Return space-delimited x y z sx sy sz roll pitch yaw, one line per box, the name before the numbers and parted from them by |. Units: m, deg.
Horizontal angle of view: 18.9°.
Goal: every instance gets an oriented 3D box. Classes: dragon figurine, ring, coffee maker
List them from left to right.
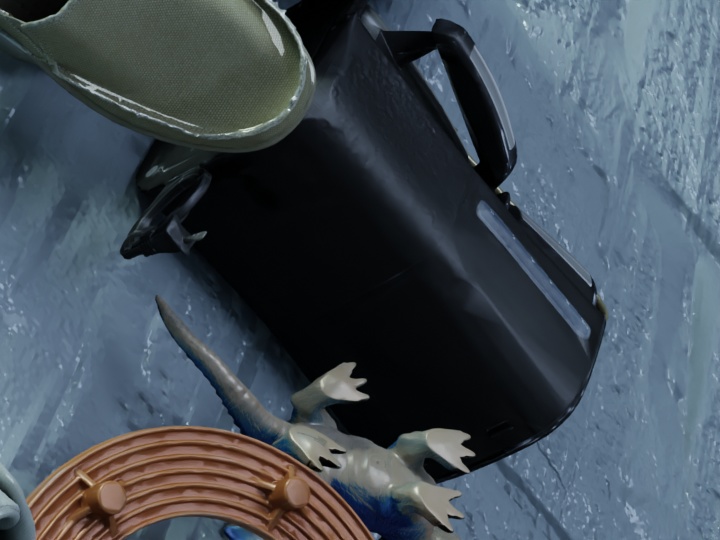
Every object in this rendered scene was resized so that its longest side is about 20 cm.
ring | -0.054 0.155 0.802 0.200 0.019 0.201 13 68 -35
dragon figurine | -0.020 0.091 0.917 0.200 0.099 0.059 27 46 -18
coffee maker | 0.000 0.000 0.971 0.200 0.135 0.192 51 59 -19

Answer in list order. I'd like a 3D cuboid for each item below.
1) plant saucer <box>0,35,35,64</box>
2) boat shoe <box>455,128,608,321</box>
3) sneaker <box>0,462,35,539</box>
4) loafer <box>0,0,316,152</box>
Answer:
plant saucer | -0.121 -0.188 0.909 0.200 0.050 0.201 -2 90 -65
boat shoe | 0.049 -0.037 1.102 0.201 0.063 0.073 54 33 -16
sneaker | -0.144 0.062 0.708 0.076 0.092 0.200 -18 82 -33
loafer | -0.103 -0.105 0.822 0.200 0.076 0.068 28 -1 -18
